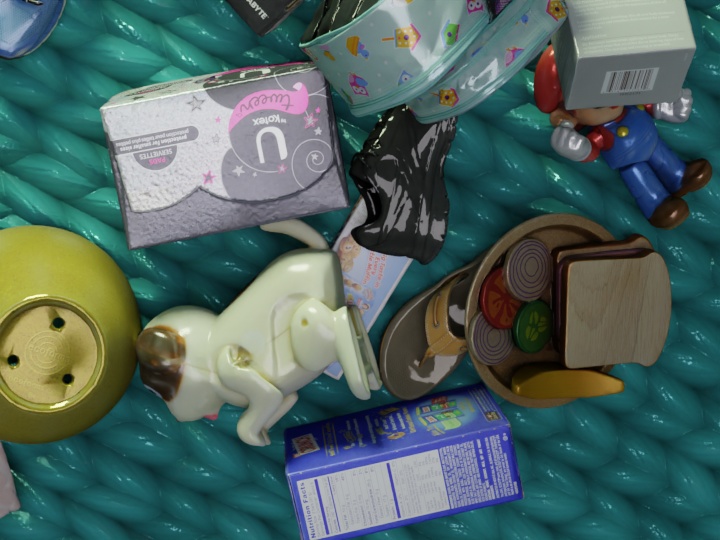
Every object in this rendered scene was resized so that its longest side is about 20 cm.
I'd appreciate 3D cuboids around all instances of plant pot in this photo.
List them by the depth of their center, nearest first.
[{"bbox_3d":[-0.280,0.065,1.319,0.199,0.142,0.201,-2,96,-18],"label":"plant pot"}]

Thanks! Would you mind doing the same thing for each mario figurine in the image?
[{"bbox_3d":[0.239,-0.131,1.357,0.200,0.124,0.106,43,117,-16],"label":"mario figurine"}]

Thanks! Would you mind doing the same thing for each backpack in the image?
[{"bbox_3d":[0.057,-0.207,1.242,0.200,0.176,0.154,-38,106,-24],"label":"backpack"}]

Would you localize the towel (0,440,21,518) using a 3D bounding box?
[{"bbox_3d":[-0.423,0.164,1.352,0.199,0.032,0.192,-21,96,-32],"label":"towel"}]

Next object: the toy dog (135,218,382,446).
[{"bbox_3d":[-0.101,0.065,1.339,0.199,0.140,0.195,-18,97,5],"label":"toy dog"}]

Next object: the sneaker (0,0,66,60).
[{"bbox_3d":[-0.280,-0.278,1.300,0.078,0.089,0.201,22,99,-7],"label":"sneaker"}]

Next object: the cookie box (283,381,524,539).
[{"bbox_3d":[0.034,0.174,1.374,0.199,0.171,0.076,-12,99,-1],"label":"cookie box"}]

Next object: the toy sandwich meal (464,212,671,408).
[{"bbox_3d":[0.192,0.042,1.388,0.204,0.070,0.206,-5,103,-24],"label":"toy sandwich meal"}]

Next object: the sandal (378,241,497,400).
[{"bbox_3d":[0.096,0.043,1.411,0.200,0.054,0.080,-40,101,4],"label":"sandal"}]

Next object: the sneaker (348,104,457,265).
[{"bbox_3d":[0.036,-0.108,1.347,0.090,0.076,0.201,6,83,-13],"label":"sneaker"}]

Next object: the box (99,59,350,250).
[{"bbox_3d":[-0.118,-0.107,1.334,0.199,0.115,0.133,-11,102,-3],"label":"box"}]

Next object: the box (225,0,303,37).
[{"bbox_3d":[-0.080,-0.340,1.295,0.198,0.050,0.200,-41,96,18],"label":"box"}]

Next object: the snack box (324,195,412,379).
[{"bbox_3d":[0.000,0.000,1.410,0.072,0.024,0.200,30,97,-9],"label":"snack box"}]

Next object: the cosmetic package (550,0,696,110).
[{"bbox_3d":[0.213,-0.247,1.301,0.106,0.090,0.201,-5,62,-3],"label":"cosmetic package"}]
